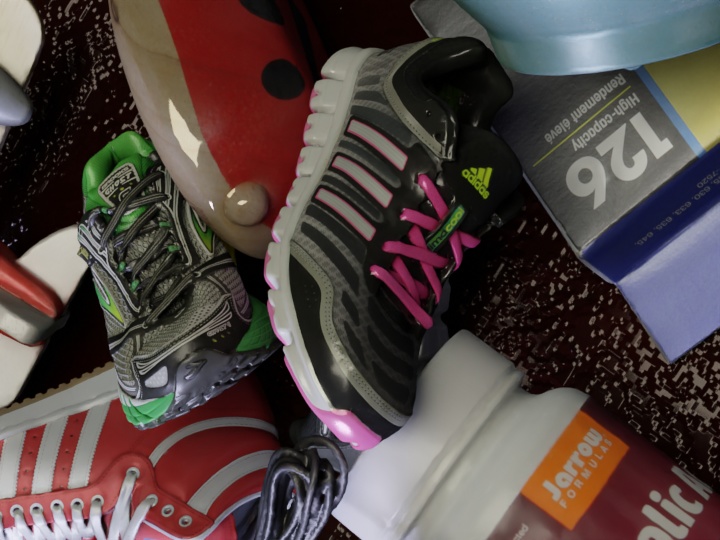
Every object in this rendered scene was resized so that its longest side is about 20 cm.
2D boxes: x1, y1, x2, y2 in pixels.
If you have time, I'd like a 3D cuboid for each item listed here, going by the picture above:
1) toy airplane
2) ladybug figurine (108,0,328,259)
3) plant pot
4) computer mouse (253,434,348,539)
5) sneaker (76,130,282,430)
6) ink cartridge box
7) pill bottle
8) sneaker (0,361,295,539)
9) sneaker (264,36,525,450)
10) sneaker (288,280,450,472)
[{"bbox_3d":[-0.228,-0.019,1.118,0.198,0.141,0.202,-14,79,21],"label":"toy airplane"},{"bbox_3d":[-0.055,-0.087,1.043,0.072,0.136,0.201,-29,41,11],"label":"ladybug figurine"},{"bbox_3d":[0.099,-0.158,0.937,0.199,0.200,0.135,-5,109,22],"label":"plant pot"},{"bbox_3d":[0.023,0.170,0.924,0.199,0.046,0.141,33,128,10],"label":"computer mouse"},{"bbox_3d":[-0.093,0.002,1.028,0.078,0.200,0.086,-32,116,-2],"label":"sneaker"},{"bbox_3d":[0.150,-0.099,1.018,0.197,0.047,0.201,-39,69,14],"label":"ink cartridge box"},{"bbox_3d":[0.093,0.121,0.959,0.199,0.114,0.115,37,99,7],"label":"pill bottle"},{"bbox_3d":[-0.124,0.114,1.063,0.199,0.071,0.113,-28,60,-5],"label":"sneaker"},{"bbox_3d":[0.020,-0.022,0.936,0.087,0.074,0.201,-18,43,29],"label":"sneaker"},{"bbox_3d":[0.000,0.000,1.056,0.090,0.066,0.202,2,91,23],"label":"sneaker"}]
